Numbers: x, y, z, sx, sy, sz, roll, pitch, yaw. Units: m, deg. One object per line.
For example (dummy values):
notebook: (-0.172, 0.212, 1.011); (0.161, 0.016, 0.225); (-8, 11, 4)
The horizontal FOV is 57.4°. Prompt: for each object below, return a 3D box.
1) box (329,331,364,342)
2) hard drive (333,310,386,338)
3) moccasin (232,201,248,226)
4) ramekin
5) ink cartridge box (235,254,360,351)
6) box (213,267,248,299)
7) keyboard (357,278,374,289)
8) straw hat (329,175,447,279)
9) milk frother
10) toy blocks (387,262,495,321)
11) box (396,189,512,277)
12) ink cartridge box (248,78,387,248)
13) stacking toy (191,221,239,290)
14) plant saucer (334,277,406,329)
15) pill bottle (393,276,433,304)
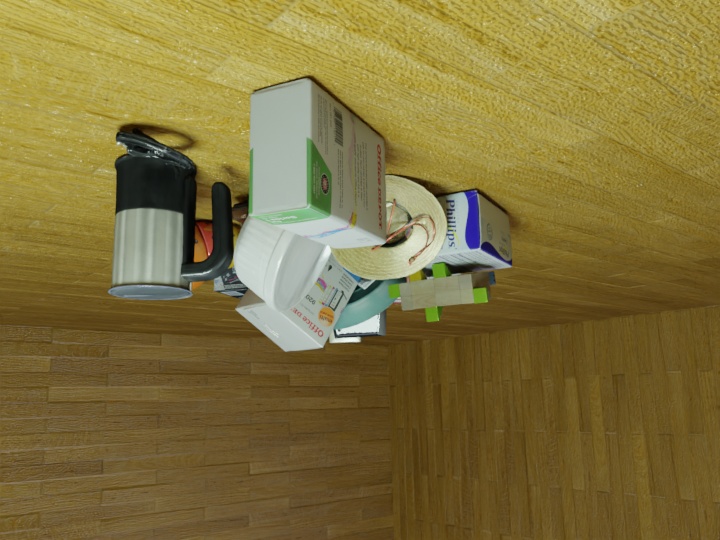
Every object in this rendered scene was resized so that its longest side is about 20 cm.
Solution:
box: (-0.036, 0.067, 1.558); (0.081, 0.203, 0.068); (-3, -179, 6)
hard drive: (-0.010, 0.053, 1.497); (0.133, 0.203, 0.042); (-4, -179, 8)
moccasin: (-0.171, -0.073, 1.172); (0.073, 0.079, 0.201); (-3, 169, 10)
ramekin: (-0.122, -0.041, 1.068); (0.093, 0.204, 0.202); (27, 176, 16)
ink cartridge box: (-0.115, 0.036, 1.296); (0.147, 0.201, 0.144); (41, 150, -23)
box: (-0.220, 0.002, 1.455); (0.130, 0.116, 0.200); (-4, 167, 18)
keyboard: (0.000, 0.000, 1.368); (0.056, 0.011, 0.200); (-35, -162, -8)
straw hat: (0.039, -0.085, 1.104); (0.198, 0.203, 0.085); (0, -149, -6)
milk frother: (-0.283, -0.070, 0.894); (0.178, 0.191, 0.200); (-6, 168, 21)
toy blocks: (0.172, 0.036, 1.230); (0.198, 0.101, 0.136); (-9, 178, 36)
box: (0.156, -0.060, 1.209); (0.198, 0.106, 0.183); (-7, 168, 29)
ink cartridge box: (-0.045, -0.117, 0.795); (0.083, 0.147, 0.199); (-6, 169, 26)
stacking toy: (-0.275, -0.047, 1.269); (0.198, 0.148, 0.146); (-17, 177, -27)
plant saucer: (0.000, 0.046, 1.361); (0.198, 0.036, 0.200); (-25, -159, 10)
pill bottle: (0.144, 0.028, 1.631); (0.197, 0.114, 0.112); (0, 169, -7)
